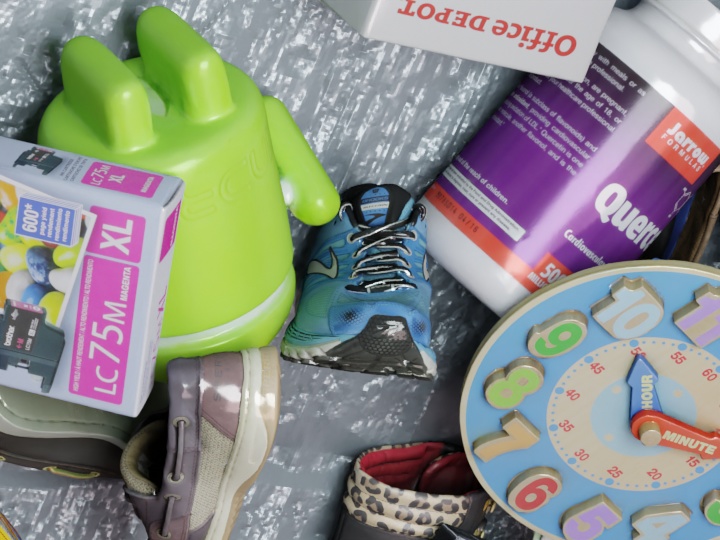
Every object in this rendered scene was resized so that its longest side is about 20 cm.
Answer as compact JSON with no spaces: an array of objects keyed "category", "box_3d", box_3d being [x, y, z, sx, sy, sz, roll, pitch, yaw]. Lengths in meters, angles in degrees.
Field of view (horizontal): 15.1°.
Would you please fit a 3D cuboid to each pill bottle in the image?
[{"category":"pill bottle","box_3d":[0.128,-0.064,1.481,0.200,0.112,0.112,-49,129,5]}]

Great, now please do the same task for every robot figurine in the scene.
[{"category":"robot figurine","box_3d":[-0.096,-0.029,1.372,0.175,0.116,0.200,-25,128,-21]}]

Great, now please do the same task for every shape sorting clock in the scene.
[{"category":"shape sorting clock","box_3d":[0.153,0.078,1.461,0.200,0.039,0.200,-1,123,-2]}]

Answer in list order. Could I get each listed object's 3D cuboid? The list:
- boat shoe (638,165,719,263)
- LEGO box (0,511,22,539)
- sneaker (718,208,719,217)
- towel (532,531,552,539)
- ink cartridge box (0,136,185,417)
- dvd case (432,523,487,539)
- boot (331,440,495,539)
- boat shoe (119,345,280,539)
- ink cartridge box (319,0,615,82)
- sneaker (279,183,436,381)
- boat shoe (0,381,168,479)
[{"category":"boat shoe","box_3d":[0.154,0.009,1.565,0.072,0.072,0.200,3,116,-32]},{"category":"LEGO box","box_3d":[-0.284,0.166,1.405,0.200,0.077,0.149,-37,129,-6]},{"category":"sneaker","box_3d":[0.255,0.016,1.579,0.200,0.067,0.090,56,42,-31]},{"category":"towel","box_3d":[0.185,0.106,1.516,0.152,0.023,0.200,8,122,-7]},{"category":"ink cartridge box","box_3d":[-0.191,-0.008,1.309,0.200,0.042,0.119,15,118,8]},{"category":"dvd case","box_3d":[0.086,0.243,1.605,0.200,0.025,0.150,25,99,-37]},{"category":"boot","box_3d":[0.055,0.181,1.616,0.200,0.073,0.151,5,115,-26]},{"category":"boat shoe","box_3d":[-0.091,0.100,1.387,0.065,0.072,0.200,11,145,-11]},{"category":"ink cartridge box","box_3d":[0.075,-0.210,1.383,0.146,0.086,0.200,8,112,-33]},{"category":"sneaker","box_3d":[0.000,0.000,1.411,0.078,0.200,0.090,7,102,-8]},{"category":"boat shoe","box_3d":[-0.145,0.075,1.443,0.061,0.072,0.201,-19,156,35]}]
